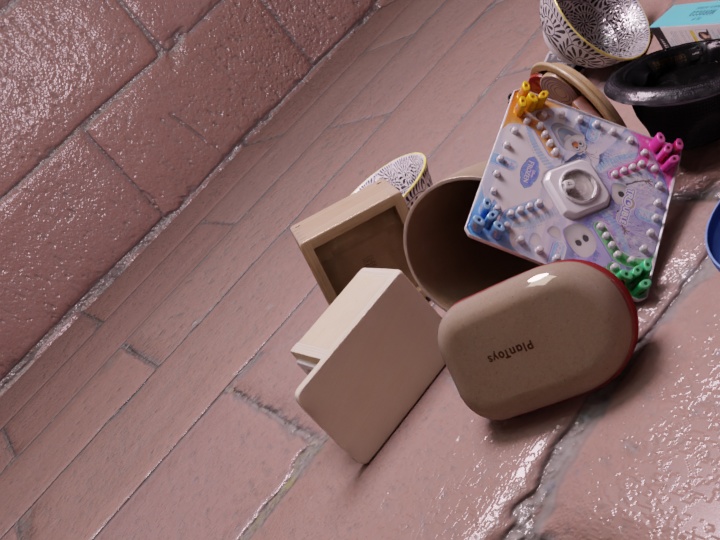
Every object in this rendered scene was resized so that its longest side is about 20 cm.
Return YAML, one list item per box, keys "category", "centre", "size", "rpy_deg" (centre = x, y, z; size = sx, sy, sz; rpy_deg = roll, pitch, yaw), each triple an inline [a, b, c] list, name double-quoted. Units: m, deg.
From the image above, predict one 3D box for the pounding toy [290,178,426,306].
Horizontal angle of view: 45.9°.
- category: "pounding toy"
  centre: [0.000, 0.000, 1.234]
  size: [0.183, 0.201, 0.142]
  rpy_deg: [-28, 21, -3]

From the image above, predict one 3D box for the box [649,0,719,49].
- category: "box"
  centre: [0.464, -0.299, 1.090]
  size: [0.049, 0.082, 0.200]
  rpy_deg: [-41, 21, -3]

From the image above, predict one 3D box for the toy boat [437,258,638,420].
- category: "toy boat"
  centre: [0.186, 0.063, 0.864]
  size: [0.199, 0.131, 0.130]
  rpy_deg: [-26, -3, 36]

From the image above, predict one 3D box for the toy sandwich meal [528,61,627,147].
- category: "toy sandwich meal"
  centre: [0.263, -0.165, 1.053]
  size: [0.070, 0.206, 0.205]
  rpy_deg: [-39, 21, -1]

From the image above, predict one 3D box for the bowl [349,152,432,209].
- category: "bowl"
  centre: [0.051, -0.088, 1.376]
  size: [0.200, 0.094, 0.201]
  rpy_deg: [-35, 22, 16]

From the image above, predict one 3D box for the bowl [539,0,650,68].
- category: "bowl"
  centre: [0.353, -0.392, 1.353]
  size: [0.094, 0.200, 0.201]
  rpy_deg: [-42, 13, 53]

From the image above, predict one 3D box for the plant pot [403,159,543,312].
- category: "plant pot"
  centre: [0.176, -0.062, 1.044]
  size: [0.187, 0.188, 0.200]
  rpy_deg: [-25, 12, 37]

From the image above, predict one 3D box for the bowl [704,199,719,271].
- category: "bowl"
  centre: [0.412, -0.052, 0.761]
  size: [0.200, 0.039, 0.201]
  rpy_deg: [-36, 22, 17]

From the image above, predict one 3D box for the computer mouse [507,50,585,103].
- category: "computer mouse"
  centre: [0.328, -0.317, 1.411]
  size: [0.109, 0.044, 0.200]
  rpy_deg: [12, 49, 36]

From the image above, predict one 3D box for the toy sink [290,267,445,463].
- category: "toy sink"
  centre: [0.002, 0.113, 1.046]
  size: [0.200, 0.130, 0.112]
  rpy_deg: [-50, 22, -18]

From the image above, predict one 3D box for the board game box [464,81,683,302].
- category: "board game box"
  centre: [0.233, -0.090, 0.905]
  size: [0.026, 0.199, 0.201]
  rpy_deg: [104, -172, -65]

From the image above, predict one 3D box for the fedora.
- category: "fedora"
  centre: [0.384, -0.198, 0.991]
  size: [0.199, 0.092, 0.201]
  rpy_deg: [-14, 24, 7]
